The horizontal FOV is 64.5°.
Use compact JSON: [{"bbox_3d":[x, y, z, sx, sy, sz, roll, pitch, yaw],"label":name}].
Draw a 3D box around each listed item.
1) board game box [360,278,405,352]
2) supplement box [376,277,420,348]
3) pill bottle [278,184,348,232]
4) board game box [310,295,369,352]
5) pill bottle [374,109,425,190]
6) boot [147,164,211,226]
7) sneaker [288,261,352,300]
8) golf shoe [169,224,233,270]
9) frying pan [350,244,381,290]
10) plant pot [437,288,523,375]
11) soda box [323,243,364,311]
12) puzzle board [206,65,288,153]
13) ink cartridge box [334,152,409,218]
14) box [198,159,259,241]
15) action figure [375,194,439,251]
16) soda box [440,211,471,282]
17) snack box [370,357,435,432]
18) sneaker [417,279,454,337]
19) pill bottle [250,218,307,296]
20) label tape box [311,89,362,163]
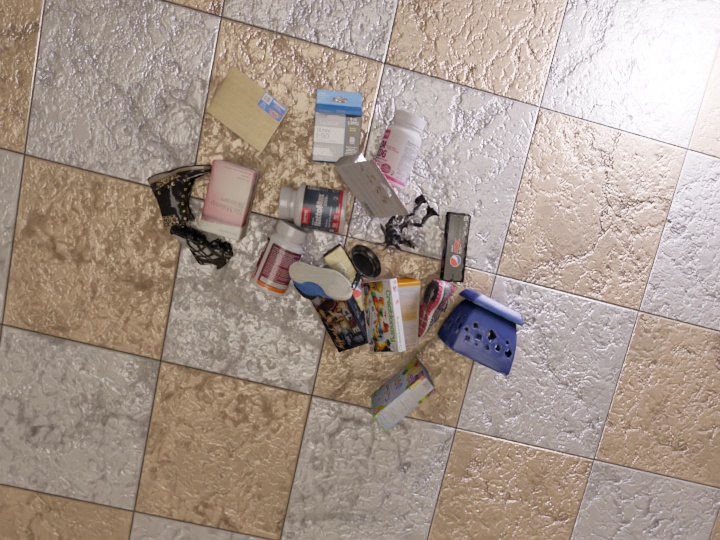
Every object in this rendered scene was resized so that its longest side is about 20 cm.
[{"bbox_3d":[0.065,0.131,1.648,0.034,0.124,0.208,-7,89,-43],"label":"board game box"},{"bbox_3d":[0.110,0.131,1.723,0.122,0.073,0.208,-4,100,-33],"label":"supplement box"},{"bbox_3d":[-0.138,-0.183,1.660,0.192,0.120,0.124,7,99,-4],"label":"pill bottle"},{"bbox_3d":[-0.058,0.139,1.722,0.133,0.035,0.204,-21,102,36],"label":"board game box"},{"bbox_3d":[0.110,-0.348,1.648,0.110,0.113,0.206,21,97,-6],"label":"pill bottle"},{"bbox_3d":[-0.510,-0.220,1.658,0.193,0.073,0.156,-12,99,3],"label":"boot"},{"bbox_3d":[-0.112,0.046,1.654,0.193,0.112,0.079,18,67,8],"label":"sneaker"},{"bbox_3d":[-0.472,-0.061,1.665,0.196,0.079,0.096,26,113,-27],"label":"golf shoe"},{"bbox_3d":[0.014,0.006,1.681,0.112,0.195,0.031,25,135,-27],"label":"frying pan"},{"bbox_3d":[0.365,0.172,1.707,0.195,0.200,0.185,25,92,-6],"label":"plant pot"},{"bbox_3d":[-0.035,0.023,1.726,0.067,0.064,0.203,-31,100,3],"label":"soda box"},{"bbox_3d":[-0.327,-0.466,1.657,0.197,0.017,0.153,35,95,-8],"label":"puzzle board"},{"bbox_3d":[0.040,-0.239,1.606,0.045,0.173,0.201,-54,124,-26],"label":"ink cartridge box"},{"bbox_3d":[-0.378,-0.204,1.649,0.123,0.109,0.207,14,98,-5],"label":"box"},{"bbox_3d":[0.135,-0.129,1.692,0.199,0.102,0.119,-43,110,3],"label":"action figure"},{"bbox_3d":[0.286,-0.071,1.727,0.068,0.063,0.208,4,99,-2],"label":"soda box"},{"bbox_3d":[0.125,0.374,1.737,0.199,0.169,0.068,-42,98,4],"label":"snack box"},{"bbox_3d":[0.221,0.123,1.733,0.072,0.082,0.204,5,125,-30],"label":"sneaker"},{"bbox_3d":[-0.237,-0.038,1.681,0.111,0.114,0.205,25,98,-6],"label":"pill bottle"},{"bbox_3d":[-0.067,-0.416,1.653,0.138,0.066,0.208,4,101,-3],"label":"label tape box"}]
